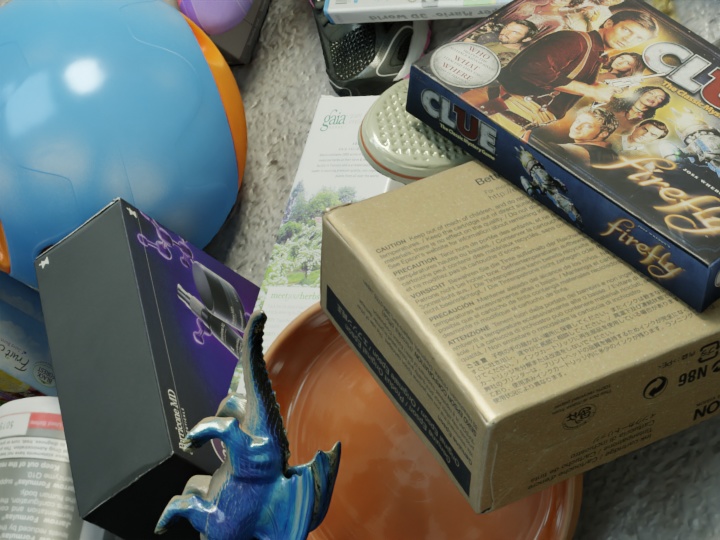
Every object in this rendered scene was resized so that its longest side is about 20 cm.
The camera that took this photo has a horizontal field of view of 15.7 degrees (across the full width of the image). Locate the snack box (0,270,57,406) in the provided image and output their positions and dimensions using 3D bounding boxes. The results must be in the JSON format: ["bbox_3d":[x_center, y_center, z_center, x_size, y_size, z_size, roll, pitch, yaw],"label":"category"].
[{"bbox_3d":[-0.300,0.033,1.740,0.200,0.169,0.068,1,65,46],"label":"snack box"}]

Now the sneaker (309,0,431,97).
[{"bbox_3d":[-0.018,-0.195,1.665,0.080,0.086,0.200,-34,47,27],"label":"sneaker"}]

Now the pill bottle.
[{"bbox_3d":[-0.188,0.187,1.578,0.114,0.114,0.200,-10,59,40],"label":"pill bottle"}]

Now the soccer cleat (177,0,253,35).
[{"bbox_3d":[-0.084,-0.247,1.654,0.067,0.076,0.200,16,100,7],"label":"soccer cleat"}]

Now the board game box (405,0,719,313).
[{"bbox_3d":[0.142,-0.074,1.344,0.200,0.035,0.135,36,52,27],"label":"board game box"}]

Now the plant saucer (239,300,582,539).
[{"bbox_3d":[0.028,0.104,1.416,0.200,0.032,0.200,4,99,25],"label":"plant saucer"}]

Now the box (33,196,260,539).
[{"bbox_3d":[-0.108,0.075,1.549,0.079,0.141,0.200,-37,46,23],"label":"box"}]

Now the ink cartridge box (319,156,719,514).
[{"bbox_3d":[0.103,0.014,1.329,0.200,0.075,0.165,-20,49,-22],"label":"ink cartridge box"}]

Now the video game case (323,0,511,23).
[{"bbox_3d":[0.082,-0.219,1.588,0.200,0.018,0.143,0,64,24],"label":"video game case"}]

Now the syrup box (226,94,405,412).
[{"bbox_3d":[0.000,0.000,1.533,0.079,0.081,0.200,2,67,42],"label":"syrup box"}]

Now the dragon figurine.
[{"bbox_3d":[-0.045,0.116,1.398,0.099,0.059,0.200,24,110,10],"label":"dragon figurine"}]

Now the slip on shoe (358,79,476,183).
[{"bbox_3d":[0.058,-0.069,1.444,0.074,0.200,0.061,41,115,16],"label":"slip on shoe"}]

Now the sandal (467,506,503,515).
[{"bbox_3d":[0.106,0.043,1.426,0.082,0.050,0.203,24,85,49],"label":"sandal"}]

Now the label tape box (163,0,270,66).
[{"bbox_3d":[-0.138,-0.241,1.723,0.063,0.200,0.144,3,69,46],"label":"label tape box"}]

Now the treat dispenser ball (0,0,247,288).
[{"bbox_3d":[-0.172,-0.083,1.660,0.201,0.201,0.201,-23,52,33],"label":"treat dispenser ball"}]
